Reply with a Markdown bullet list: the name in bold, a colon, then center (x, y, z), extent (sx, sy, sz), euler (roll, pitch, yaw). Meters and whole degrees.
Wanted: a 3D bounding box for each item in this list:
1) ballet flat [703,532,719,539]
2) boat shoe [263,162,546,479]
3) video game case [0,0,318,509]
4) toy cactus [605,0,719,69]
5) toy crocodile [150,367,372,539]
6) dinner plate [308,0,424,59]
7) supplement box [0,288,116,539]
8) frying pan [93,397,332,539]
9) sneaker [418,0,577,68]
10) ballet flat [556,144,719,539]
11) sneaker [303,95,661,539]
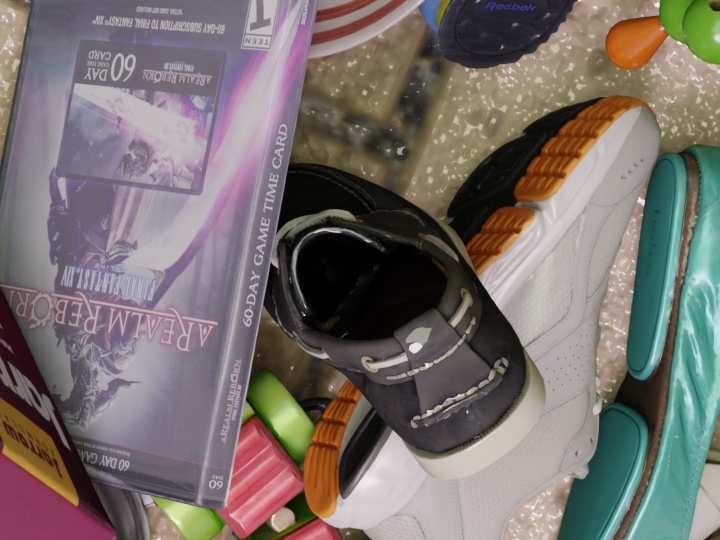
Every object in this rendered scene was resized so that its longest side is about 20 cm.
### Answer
- **ballet flat**: center (0.203, 0.098, 1.119), extent (0.200, 0.063, 0.069), euler (-35, 94, 5)
- **boat shoe**: center (0.000, 0.000, 1.054), extent (0.072, 0.200, 0.068), euler (-43, 122, 0)
- **video game case**: center (-0.085, -0.022, 1.081), extent (0.143, 0.019, 0.201), euler (9, 87, 43)
- **toy cactus**: center (0.180, -0.065, 1.078), extent (0.165, 0.201, 0.102), euler (9, 139, -33)
- **toy crocodile**: center (-0.028, 0.104, 1.117), extent (0.067, 0.062, 0.200), euler (-35, 103, -7)
- **dinner plate**: center (-0.020, -0.177, 1.080), extent (0.200, 0.024, 0.201), euler (1, 92, 35)
- **supplement box**: center (-0.190, 0.025, 1.050), extent (0.103, 0.131, 0.200), euler (-33, 60, 6)
- **frying pan**: center (-0.113, 0.083, 1.146), extent (0.115, 0.031, 0.190), euler (45, 82, -5)
- **sneaker**: center (0.073, -0.163, 1.054), extent (0.066, 0.079, 0.200), euler (6, 140, -31)
- **ballet flat**: center (0.127, 0.054, 1.118), extent (0.070, 0.067, 0.201), euler (12, 98, -12)
- **sneaker**: center (0.063, 0.028, 1.107), extent (0.092, 0.076, 0.200), euler (38, 80, -21)
